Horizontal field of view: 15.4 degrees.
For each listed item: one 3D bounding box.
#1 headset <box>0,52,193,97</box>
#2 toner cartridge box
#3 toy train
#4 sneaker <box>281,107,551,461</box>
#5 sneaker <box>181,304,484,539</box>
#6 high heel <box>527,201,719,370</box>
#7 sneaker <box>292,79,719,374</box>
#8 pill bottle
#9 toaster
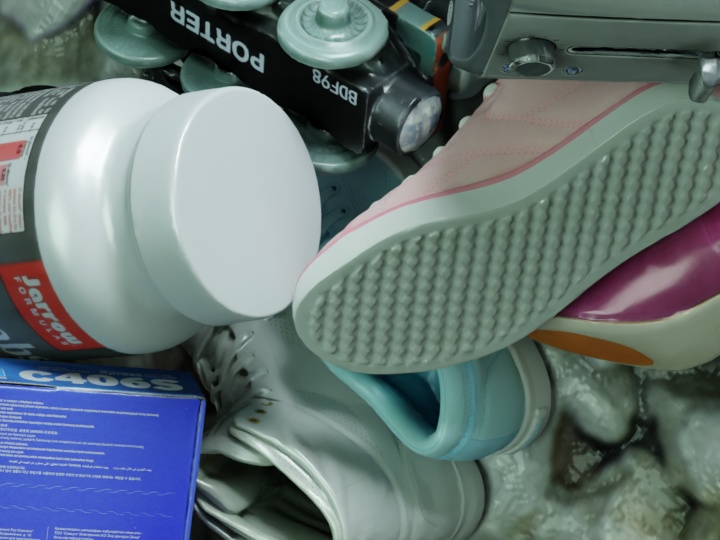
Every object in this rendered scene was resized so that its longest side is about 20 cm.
[{"bbox_3d":[-0.145,-0.038,1.242,0.200,0.094,0.124,-26,67,18],"label":"headset"},{"bbox_3d":[-0.169,0.084,1.095,0.043,0.200,0.095,-133,50,-72],"label":"toner cartridge box"},{"bbox_3d":[-0.032,-0.120,1.147,0.200,0.114,0.085,31,140,26],"label":"toy train"},{"bbox_3d":[0.000,0.000,1.159,0.200,0.082,0.074,48,120,21],"label":"sneaker"},{"bbox_3d":[-0.046,0.054,1.181,0.200,0.115,0.074,42,120,26],"label":"sneaker"},{"bbox_3d":[0.138,-0.013,1.081,0.200,0.067,0.096,-3,70,47],"label":"high heel"},{"bbox_3d":[0.061,-0.037,1.086,0.200,0.105,0.075,-29,123,14],"label":"sneaker"},{"bbox_3d":[-0.123,-0.020,1.122,0.200,0.116,0.116,-6,93,37],"label":"pill bottle"},{"bbox_3d":[0.106,-0.160,1.004,0.114,0.129,0.200,113,164,-68],"label":"toaster"}]
